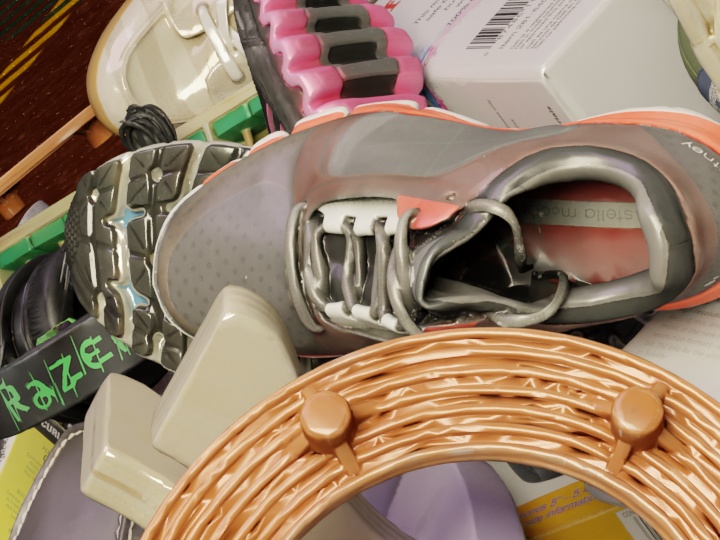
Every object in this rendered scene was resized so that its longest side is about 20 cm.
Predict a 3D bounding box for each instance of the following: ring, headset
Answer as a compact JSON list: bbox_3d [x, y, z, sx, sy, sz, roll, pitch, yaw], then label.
[{"bbox_3d":[0.029,0.106,0.686,0.200,0.200,0.019,-45,-22,-14],"label":"ring"},{"bbox_3d":[-0.086,-0.005,1.012,0.123,0.094,0.200,-31,6,19],"label":"headset"},{"bbox_3d":[-0.173,-0.024,1.244,0.200,0.019,0.200,-40,6,5],"label":"ring"}]

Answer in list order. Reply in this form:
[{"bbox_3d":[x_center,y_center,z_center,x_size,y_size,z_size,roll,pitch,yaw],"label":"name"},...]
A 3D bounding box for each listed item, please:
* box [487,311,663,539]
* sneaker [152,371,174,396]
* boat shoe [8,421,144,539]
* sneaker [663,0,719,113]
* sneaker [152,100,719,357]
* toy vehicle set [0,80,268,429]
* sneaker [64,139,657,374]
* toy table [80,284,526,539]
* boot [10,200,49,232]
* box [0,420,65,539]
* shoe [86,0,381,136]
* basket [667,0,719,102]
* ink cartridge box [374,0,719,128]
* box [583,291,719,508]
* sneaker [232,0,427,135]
[{"bbox_3d":[0.101,0.029,0.906,0.119,0.042,0.201,-26,27,34],"label":"box"},{"bbox_3d":[-0.048,0.089,1.007,0.115,0.074,0.201,-27,34,27],"label":"sneaker"},{"bbox_3d":[-0.113,0.142,0.913,0.072,0.065,0.201,7,75,40],"label":"boat shoe"},{"bbox_3d":[0.209,-0.103,0.968,0.199,0.067,0.090,-20,54,12],"label":"sneaker"},{"bbox_3d":[0.017,-0.010,0.799,0.199,0.078,0.082,-10,8,26],"label":"sneaker"},{"bbox_3d":[-0.066,0.005,1.143,0.199,0.125,0.026,-30,-20,27],"label":"toy vehicle set"},{"bbox_3d":[0.000,0.000,0.905,0.198,0.079,0.090,6,4,3],"label":"sneaker"},{"bbox_3d":[-0.029,0.104,0.807,0.185,0.116,0.200,-64,16,11],"label":"toy table"},{"bbox_3d":[-0.121,0.010,1.228,0.199,0.096,0.074,-29,6,27],"label":"boot"},{"bbox_3d":[-0.168,0.148,1.083,0.075,0.050,0.201,-25,33,36],"label":"box"},{"bbox_3d":[-0.035,-0.126,1.190,0.200,0.070,0.053,-37,6,-19],"label":"shoe"},{"bbox_3d":[0.144,-0.149,0.876,0.123,0.136,0.201,-26,31,13],"label":"basket"},{"bbox_3d":[0.091,-0.100,1.119,0.145,0.084,0.200,-46,22,-17],"label":"ink cartridge box"},{"bbox_3d":[0.170,0.003,0.787,0.200,0.036,0.144,-45,31,-24],"label":"box"},{"bbox_3d":[-0.009,-0.030,1.058,0.095,0.079,0.201,-47,58,36],"label":"sneaker"}]
